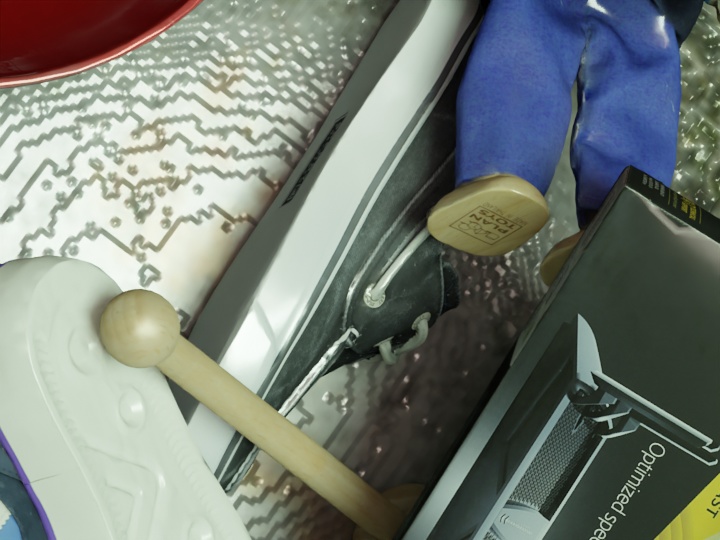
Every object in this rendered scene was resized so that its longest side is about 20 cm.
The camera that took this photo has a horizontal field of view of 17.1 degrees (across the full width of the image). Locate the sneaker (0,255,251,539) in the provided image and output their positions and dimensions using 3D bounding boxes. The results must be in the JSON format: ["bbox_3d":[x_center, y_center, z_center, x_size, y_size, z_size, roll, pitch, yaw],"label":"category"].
[{"bbox_3d":[-0.116,0.092,0.730,0.081,0.146,0.200,-41,116,-55],"label":"sneaker"}]

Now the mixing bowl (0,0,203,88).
[{"bbox_3d":[-0.125,-0.150,0.718,0.200,0.108,0.200,0,89,-18],"label":"mixing bowl"}]

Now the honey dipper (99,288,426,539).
[{"bbox_3d":[-0.015,0.060,0.734,0.038,0.038,0.200,-56,137,-9],"label":"honey dipper"}]

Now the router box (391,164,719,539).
[{"bbox_3d":[0.092,0.095,0.695,0.157,0.052,0.200,32,102,2],"label":"router box"}]

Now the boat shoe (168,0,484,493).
[{"bbox_3d":[0.000,0.000,0.779,0.068,0.072,0.200,34,74,-12],"label":"boat shoe"}]

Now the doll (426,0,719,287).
[{"bbox_3d":[0.068,-0.094,0.769,0.136,0.048,0.200,22,58,-17],"label":"doll"}]
